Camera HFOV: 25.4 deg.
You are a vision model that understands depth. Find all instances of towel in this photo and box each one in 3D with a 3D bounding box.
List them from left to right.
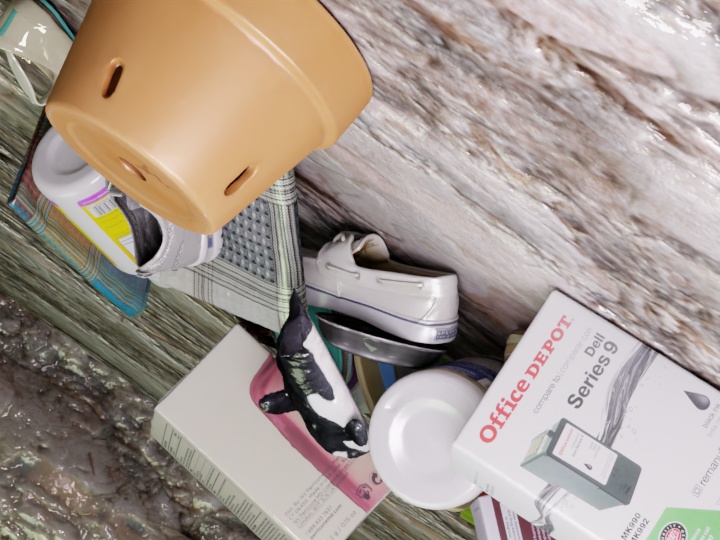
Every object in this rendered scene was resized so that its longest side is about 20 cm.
[{"bbox_3d":[-0.270,-0.062,1.626,0.022,0.147,0.200,-14,136,29],"label":"towel"},{"bbox_3d":[-0.126,-0.051,1.347,0.200,0.035,0.193,25,134,37],"label":"towel"}]

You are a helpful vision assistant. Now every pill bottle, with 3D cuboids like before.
[{"bbox_3d":[-0.227,-0.064,1.565,0.104,0.104,0.200,24,162,37],"label":"pill bottle"},{"bbox_3d":[0.091,0.129,1.341,0.111,0.111,0.200,30,-167,18],"label":"pill bottle"}]

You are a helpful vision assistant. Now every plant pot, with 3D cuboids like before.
[{"bbox_3d":[-0.113,-0.119,1.053,0.200,0.140,0.200,34,166,9],"label":"plant pot"}]

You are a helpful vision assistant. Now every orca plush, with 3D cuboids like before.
[{"bbox_3d":[-0.046,0.102,1.284,0.105,0.071,0.200,62,179,25],"label":"orca plush"}]

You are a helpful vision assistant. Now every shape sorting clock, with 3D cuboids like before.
[{"bbox_3d":[0.052,0.126,1.452,0.039,0.200,0.200,-25,130,25],"label":"shape sorting clock"}]

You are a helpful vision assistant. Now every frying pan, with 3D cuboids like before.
[{"bbox_3d":[0.016,0.055,1.370,0.115,0.031,0.190,15,-177,-1],"label":"frying pan"}]

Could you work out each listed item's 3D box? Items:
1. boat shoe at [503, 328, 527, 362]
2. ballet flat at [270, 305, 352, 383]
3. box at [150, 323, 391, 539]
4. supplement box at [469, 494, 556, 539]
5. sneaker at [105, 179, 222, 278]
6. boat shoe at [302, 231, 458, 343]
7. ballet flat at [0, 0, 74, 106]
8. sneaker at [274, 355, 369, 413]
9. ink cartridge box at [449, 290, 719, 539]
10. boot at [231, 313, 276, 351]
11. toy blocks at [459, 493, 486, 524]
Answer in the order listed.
[{"bbox_3d":[0.181,0.129,1.314,0.200,0.076,0.072,42,165,-24],"label":"boat shoe"},{"bbox_3d":[-0.054,0.028,1.446,0.074,0.074,0.200,79,165,-70],"label":"ballet flat"},{"bbox_3d":[-0.079,0.163,1.423,0.200,0.109,0.128,43,162,4],"label":"box"},{"bbox_3d":[0.197,0.213,1.267,0.061,0.199,0.109,100,159,-76],"label":"supplement box"},{"bbox_3d":[-0.169,-0.087,1.286,0.075,0.082,0.200,3,115,45],"label":"sneaker"},{"bbox_3d":[0.000,0.000,1.344,0.200,0.070,0.071,21,-159,39],"label":"boat shoe"},{"bbox_3d":[-0.254,-0.160,1.398,0.069,0.070,0.200,23,162,39],"label":"ballet flat"},{"bbox_3d":[-0.007,0.100,1.541,0.200,0.075,0.100,11,163,-38],"label":"sneaker"},{"bbox_3d":[0.183,0.132,1.172,0.200,0.146,0.084,32,166,12],"label":"ink cartridge box"},{"bbox_3d":[-0.068,0.057,1.577,0.204,0.073,0.154,44,-177,-18],"label":"boot"},{"bbox_3d":[0.100,0.190,1.598,0.200,0.100,0.137,27,175,31],"label":"toy blocks"}]
